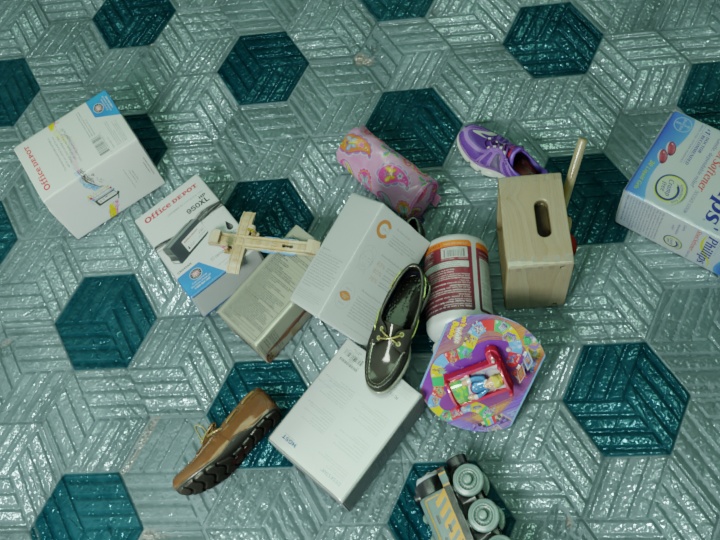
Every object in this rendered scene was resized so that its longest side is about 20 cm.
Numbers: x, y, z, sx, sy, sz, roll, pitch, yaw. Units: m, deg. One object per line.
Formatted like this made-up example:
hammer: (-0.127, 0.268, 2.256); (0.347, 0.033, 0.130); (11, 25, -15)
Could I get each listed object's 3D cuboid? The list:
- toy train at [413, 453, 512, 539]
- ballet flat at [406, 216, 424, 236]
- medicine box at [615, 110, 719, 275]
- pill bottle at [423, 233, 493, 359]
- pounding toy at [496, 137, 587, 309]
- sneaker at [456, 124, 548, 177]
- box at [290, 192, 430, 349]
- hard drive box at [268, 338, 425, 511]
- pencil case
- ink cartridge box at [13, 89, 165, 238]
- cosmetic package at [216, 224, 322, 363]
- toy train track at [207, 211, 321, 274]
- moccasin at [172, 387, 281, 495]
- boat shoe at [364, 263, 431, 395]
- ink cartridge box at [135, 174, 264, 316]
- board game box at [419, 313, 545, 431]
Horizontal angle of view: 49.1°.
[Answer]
toy train: (0.152, 0.370, 1.132); (0.112, 0.085, 0.202); (-27, 63, 6)
ballet flat: (0.063, 0.003, 1.327); (0.065, 0.057, 0.203); (9, 67, 14)
medicine box: (0.552, -0.127, 1.286); (0.198, 0.103, 0.183); (31, 73, 21)
pill bottle: (0.157, 0.054, 1.259); (0.107, 0.110, 0.204); (-3, 64, 7)
pounding toy: (0.292, -0.072, 1.255); (0.139, 0.185, 0.204); (-4, 64, 7)
sneaker: (0.256, -0.203, 1.379); (0.199, 0.084, 0.081); (38, 75, 23)
box: (0.000, 0.000, 1.262); (0.097, 0.124, 0.202); (25, 82, 53)
hard drive box: (-0.019, 0.236, 1.219); (0.155, 0.077, 0.201); (35, 74, 22)
pencil case: (0.049, -0.173, 1.400); (0.199, 0.088, 0.088); (39, 76, 22)
ink cartridge box: (-0.497, -0.193, 1.457); (0.198, 0.145, 0.148); (-34, 64, -8)
cosmetic package: (-0.130, 0.040, 1.323); (0.103, 0.088, 0.200); (37, 76, 24)
toy train track: (-0.162, -0.049, 1.303); (0.196, 0.033, 0.117); (7, 66, 13)
moccasin: (-0.217, 0.267, 1.239); (0.077, 0.074, 0.202); (36, 78, 32)
boat shoe: (0.051, 0.086, 1.198); (0.070, 0.061, 0.204); (16, 73, 17)
ink cartridge box: (-0.281, -0.047, 1.388); (0.144, 0.085, 0.200); (-38, 65, -10)
board game box: (0.178, 0.163, 1.166); (0.155, 0.203, 0.039); (19, 24, -2)
